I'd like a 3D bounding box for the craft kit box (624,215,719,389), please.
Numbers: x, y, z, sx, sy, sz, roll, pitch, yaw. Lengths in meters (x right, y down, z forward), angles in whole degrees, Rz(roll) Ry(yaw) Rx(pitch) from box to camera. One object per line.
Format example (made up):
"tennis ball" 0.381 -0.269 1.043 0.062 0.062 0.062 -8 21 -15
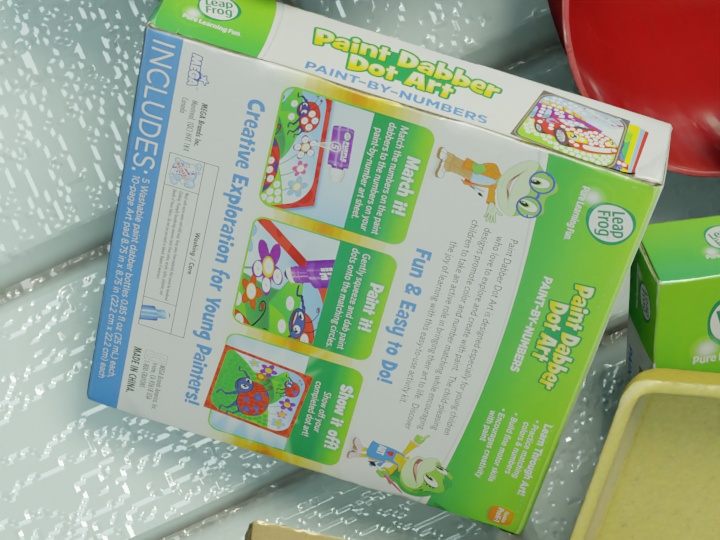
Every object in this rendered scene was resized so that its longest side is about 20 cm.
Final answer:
"craft kit box" 0.212 0.058 0.833 0.199 0.049 0.198 -8 125 -5

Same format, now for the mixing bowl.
"mixing bowl" 0.148 -0.152 0.803 0.199 0.108 0.201 -14 127 -19

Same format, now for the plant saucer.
"plant saucer" 0.172 0.116 0.811 0.199 0.049 0.201 6 125 -13

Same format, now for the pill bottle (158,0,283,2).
"pill bottle" -0.061 -0.211 0.791 0.113 0.113 0.201 15 93 -7

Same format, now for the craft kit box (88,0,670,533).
"craft kit box" 0.000 0.000 0.779 0.197 0.049 0.201 20 131 3

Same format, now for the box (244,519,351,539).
"box" 0.031 0.184 0.802 0.199 0.021 0.164 13 124 -9
